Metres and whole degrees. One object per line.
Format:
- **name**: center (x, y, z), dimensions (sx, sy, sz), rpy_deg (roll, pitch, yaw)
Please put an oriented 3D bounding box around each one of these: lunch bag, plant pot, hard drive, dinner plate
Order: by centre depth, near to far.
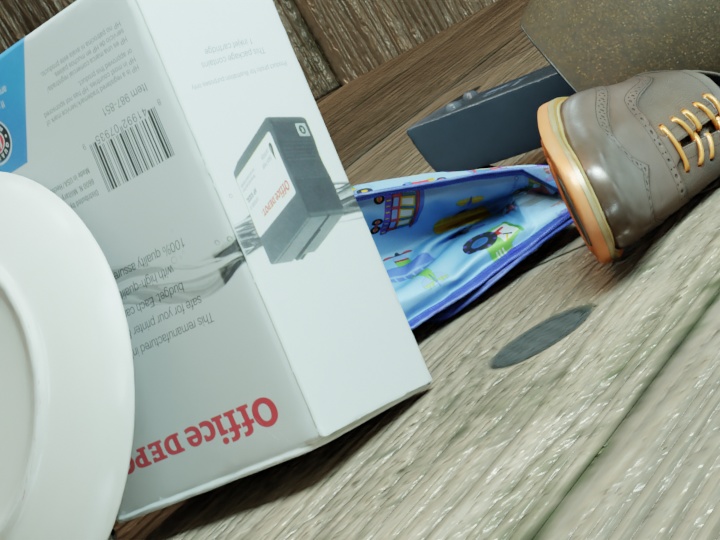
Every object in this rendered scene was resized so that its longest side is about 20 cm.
- **dinner plate**: center (-0.169, 0.058, 0.809), dimensions (0.199, 0.202, 0.024), rpy_deg (-25, -20, 38)
- **lunch bag**: center (0.014, -0.012, 0.972), dimensions (0.198, 0.095, 0.150), rpy_deg (-23, 3, -16)
- **plant pot**: center (0.183, -0.161, 0.974), dimensions (0.200, 0.187, 0.187), rpy_deg (-43, 6, 11)
- **hard drive**: center (0.133, -0.109, 1.140), dimensions (0.198, 0.043, 0.135), rpy_deg (-20, 6, 15)

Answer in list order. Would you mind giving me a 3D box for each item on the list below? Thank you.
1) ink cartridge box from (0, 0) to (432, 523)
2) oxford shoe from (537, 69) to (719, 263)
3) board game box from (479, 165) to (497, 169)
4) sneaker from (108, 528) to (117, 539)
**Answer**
- **ink cartridge box**: center (-0.077, -0.013, 0.820), dimensions (0.144, 0.202, 0.083), rpy_deg (-24, -1, 41)
- **oxford shoe**: center (0.128, -0.058, 0.848), dimensions (0.072, 0.072, 0.200), rpy_deg (-23, 9, 21)
- **board game box**: center (0.000, 0.000, 1.123), dimensions (0.199, 0.032, 0.120), rpy_deg (-32, 4, -3)
- **sneaker**: center (-0.175, 0.115, 0.917), dimensions (0.081, 0.075, 0.200), rpy_deg (-41, 9, -11)
